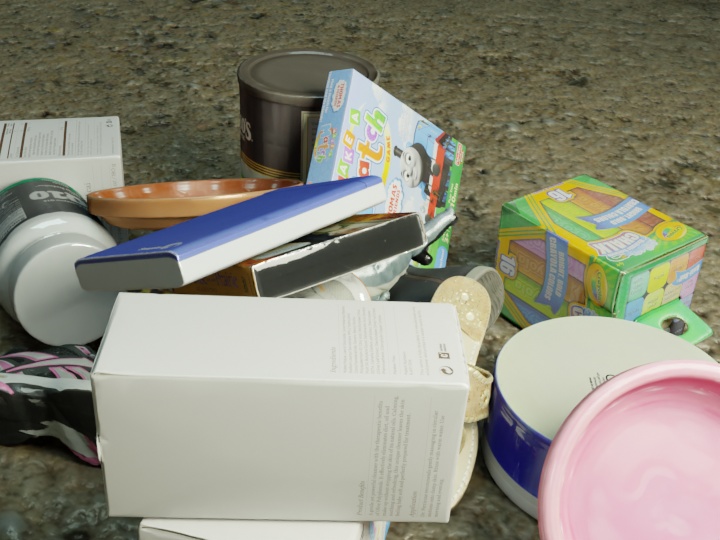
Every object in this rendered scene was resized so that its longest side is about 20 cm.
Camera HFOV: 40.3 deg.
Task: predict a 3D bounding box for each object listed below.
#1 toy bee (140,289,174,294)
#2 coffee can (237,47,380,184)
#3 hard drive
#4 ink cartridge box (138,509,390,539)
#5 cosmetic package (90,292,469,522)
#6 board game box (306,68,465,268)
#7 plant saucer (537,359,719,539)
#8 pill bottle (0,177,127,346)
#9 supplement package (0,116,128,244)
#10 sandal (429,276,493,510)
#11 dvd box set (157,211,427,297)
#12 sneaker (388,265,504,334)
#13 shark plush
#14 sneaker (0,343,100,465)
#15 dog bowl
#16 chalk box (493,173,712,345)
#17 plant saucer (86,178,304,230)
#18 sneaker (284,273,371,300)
[{"bbox_3d":[-0.151,0.034,0.880,0.131,0.109,0.200,13,32,14],"label":"toy bee"},{"bbox_3d":[-0.057,-0.118,1.050,0.146,0.200,0.146,2,30,-1],"label":"coffee can"},{"bbox_3d":[-0.094,-0.030,0.735,0.132,0.025,0.200,-3,16,45],"label":"hard drive"},{"bbox_3d":[-0.054,0.172,0.639,0.125,0.129,0.200,10,33,10],"label":"ink cartridge box"},{"bbox_3d":[-0.045,0.079,0.566,0.200,0.108,0.085,4,32,-3],"label":"cosmetic package"},{"bbox_3d":[0.028,-0.088,0.971,0.037,0.152,0.200,1,-14,40],"label":"board game box"},{"bbox_3d":[0.214,0.161,0.662,0.200,0.201,0.051,0,-8,-5],"label":"plant saucer"},{"bbox_3d":[-0.284,-0.010,0.905,0.113,0.113,0.200,-12,24,-23],"label":"pill bottle"},{"bbox_3d":[-0.353,-0.085,1.043,0.200,0.121,0.120,-5,31,-12],"label":"supplement package"},{"bbox_3d":[0.070,0.081,0.777,0.077,0.070,0.212,16,55,-2],"label":"sandal"},{"bbox_3d":[-0.063,-0.013,0.770,0.146,0.029,0.200,-19,11,-29],"label":"dvd box set"},{"bbox_3d":[0.039,0.063,0.902,0.106,0.075,0.200,4,33,43],"label":"sneaker"},{"bbox_3d":[0.000,0.000,0.884,0.200,0.083,0.091,-18,44,0],"label":"shark plush"},{"bbox_3d":[-0.224,0.095,0.793,0.200,0.080,0.086,11,35,11],"label":"sneaker"},{"bbox_3d":[0.201,0.122,0.792,0.200,0.079,0.200,2,31,-1],"label":"dog bowl"},{"bbox_3d":[0.238,0.012,0.935,0.124,0.124,0.200,-20,38,-33],"label":"chalk box"},{"bbox_3d":[-0.151,-0.063,0.915,0.200,0.032,0.200,-2,9,0],"label":"plant saucer"},{"bbox_3d":[-0.096,0.045,0.746,0.200,0.076,0.092,-18,0,19],"label":"sneaker"}]
